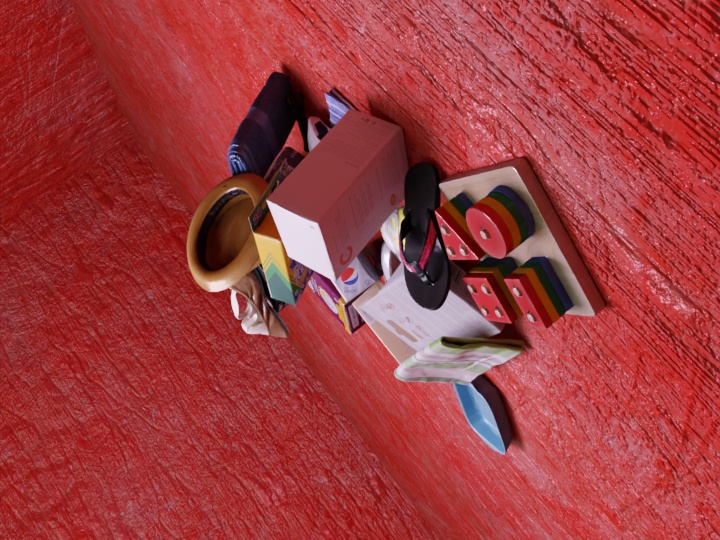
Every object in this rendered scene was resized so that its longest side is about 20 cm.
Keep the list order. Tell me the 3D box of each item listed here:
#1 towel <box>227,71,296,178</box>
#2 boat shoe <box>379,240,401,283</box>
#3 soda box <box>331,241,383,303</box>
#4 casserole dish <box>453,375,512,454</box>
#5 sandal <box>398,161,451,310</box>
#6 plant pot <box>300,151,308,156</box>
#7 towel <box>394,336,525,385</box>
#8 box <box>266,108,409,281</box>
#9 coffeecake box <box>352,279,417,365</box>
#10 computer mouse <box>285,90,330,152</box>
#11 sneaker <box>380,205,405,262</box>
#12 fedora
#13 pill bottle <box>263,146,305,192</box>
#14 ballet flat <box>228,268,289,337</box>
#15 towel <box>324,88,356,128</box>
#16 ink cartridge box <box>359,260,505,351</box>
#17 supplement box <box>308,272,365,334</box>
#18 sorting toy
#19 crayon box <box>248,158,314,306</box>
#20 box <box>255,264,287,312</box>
[{"bbox_3d":[-0.171,-0.240,1.246,0.048,0.203,0.112,12,149,18],"label":"towel"},{"bbox_3d":[0.064,0.003,1.269,0.071,0.072,0.202,37,159,37],"label":"boat shoe"},{"bbox_3d":[0.000,0.000,1.315,0.064,0.068,0.200,55,-168,-1],"label":"soda box"},{"bbox_3d":[0.234,0.261,1.359,0.121,0.038,0.202,36,155,51],"label":"casserole dish"},{"bbox_3d":[0.079,-0.047,0.977,0.074,0.045,0.205,-8,84,38],"label":"sandal"},{"bbox_3d":[-0.111,-0.100,1.372,0.201,0.188,0.202,49,165,18],"label":"plant pot"},{"bbox_3d":[0.150,0.145,1.131,0.200,0.146,0.031,130,140,-63],"label":"towel"},{"bbox_3d":[-0.024,-0.110,1.029,0.096,0.201,0.125,25,152,28],"label":"box"},{"bbox_3d":[0.073,0.118,1.396,0.154,0.073,0.200,50,179,18],"label":"coffeecake box"},{"bbox_3d":[-0.076,-0.220,1.212,0.200,0.043,0.111,-128,19,-51],"label":"computer mouse"},{"bbox_3d":[0.107,-0.011,1.114,0.201,0.075,0.076,51,156,-8],"label":"sneaker"},{"bbox_3d":[-0.198,-0.056,1.183,0.200,0.202,0.081,42,-171,38],"label":"fedora"},{"bbox_3d":[-0.070,-0.116,1.233,0.198,0.107,0.106,32,165,-4],"label":"pill bottle"},{"bbox_3d":[-0.194,0.071,1.314,0.068,0.072,0.202,37,158,38],"label":"ballet flat"},{"bbox_3d":[-0.004,-0.185,1.177,0.145,0.024,0.201,47,163,26],"label":"towel"},{"bbox_3d":[0.109,0.056,1.107,0.162,0.058,0.200,37,153,-10],"label":"ink cartridge box"},{"bbox_3d":[-0.049,0.016,1.585,0.200,0.102,0.132,46,163,31],"label":"supplement box"},{"bbox_3d":[0.173,-0.022,0.889,0.201,0.069,0.200,58,165,-11],"label":"sorting toy"},{"bbox_3d":[-0.108,-0.055,1.123,0.051,0.127,0.202,16,147,17],"label":"crayon box"},{"bbox_3d":[-0.198,-0.030,1.339,0.200,0.049,0.200,54,166,8],"label":"box"}]
